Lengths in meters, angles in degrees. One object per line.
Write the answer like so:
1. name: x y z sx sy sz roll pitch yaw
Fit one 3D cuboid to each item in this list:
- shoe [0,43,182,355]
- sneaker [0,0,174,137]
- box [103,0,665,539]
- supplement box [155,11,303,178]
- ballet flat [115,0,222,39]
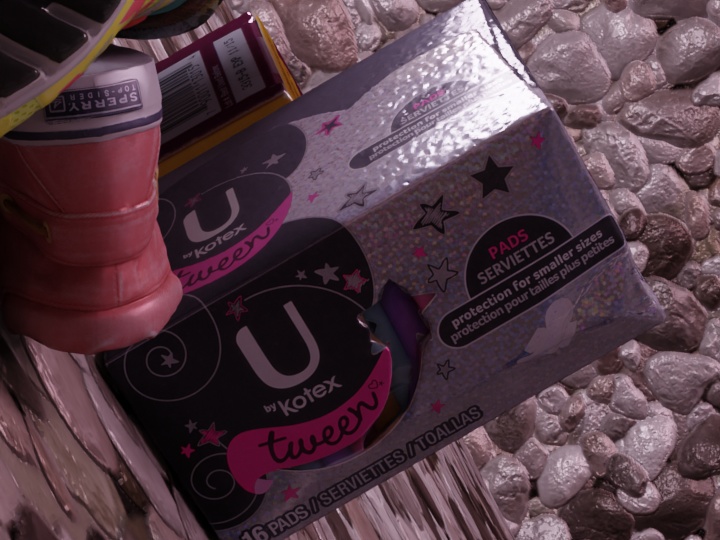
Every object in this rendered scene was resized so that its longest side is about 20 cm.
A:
1. shoe: -0.109 -0.034 0.831 0.200 0.071 0.092 -147 -129 -68
2. sneaker: -0.084 -0.090 0.705 0.078 0.200 0.090 37 -23 13
3. box: 0.000 0.000 0.994 0.115 0.199 0.132 58 5 -27
4. supplement box: -0.043 -0.008 1.247 0.201 0.103 0.131 61 2 -26
5. ballet flat: -0.102 -0.121 0.836 0.199 0.074 0.074 26 -19 35
